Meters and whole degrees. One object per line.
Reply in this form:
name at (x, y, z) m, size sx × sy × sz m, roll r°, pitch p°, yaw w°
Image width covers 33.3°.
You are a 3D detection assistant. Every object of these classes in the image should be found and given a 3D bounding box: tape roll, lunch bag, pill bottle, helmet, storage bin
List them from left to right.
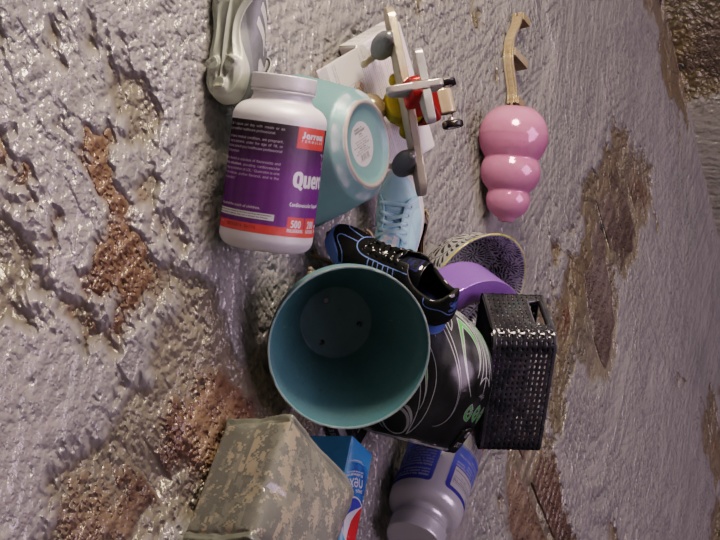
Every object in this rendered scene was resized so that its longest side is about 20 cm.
pill bottle at (-0.100, -0.125, 1.398) m, size 0.112 × 0.111 × 0.202 m, roll -4°, pitch 103°, yaw -61°
lunch bag at (-0.092, 0.288, 1.391) m, size 0.200 × 0.117 × 0.165 m, roll 53°, pitch 41°, yaw -38°
helmet at (0.082, 0.134, 1.626) m, size 0.200 × 0.198 × 0.193 m, roll 21°, pitch 83°, yaw -59°
pill bottle at (0.106, 0.315, 1.759) m, size 0.113 × 0.111 × 0.201 m, roll 64°, pitch 36°, yaw -34°
tape roll at (0.146, 0.090, 1.801) m, size 0.199 × 0.066 × 0.202 m, roll -20°, pitch 126°, yaw -29°
storage bin at (0.214, 0.145, 1.728) m, size 0.136 × 0.093 × 0.202 m, roll -96°, pitch -170°, yaw -62°

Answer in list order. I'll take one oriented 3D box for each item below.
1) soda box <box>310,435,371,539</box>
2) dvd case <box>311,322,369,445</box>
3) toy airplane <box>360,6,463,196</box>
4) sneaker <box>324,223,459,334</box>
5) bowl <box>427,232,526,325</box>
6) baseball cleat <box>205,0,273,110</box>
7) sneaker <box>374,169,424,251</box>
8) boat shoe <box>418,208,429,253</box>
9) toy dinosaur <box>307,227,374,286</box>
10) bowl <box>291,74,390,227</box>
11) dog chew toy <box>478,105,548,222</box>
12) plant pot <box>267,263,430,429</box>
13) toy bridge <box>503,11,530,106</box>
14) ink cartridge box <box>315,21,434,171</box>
soda box at (-0.044, 0.314, 1.526) m, size 0.064 × 0.067 × 0.202 m, roll 48°, pitch 46°, yaw -48°
dvd case at (-0.007, 0.144, 1.665) m, size 0.200 × 0.025 × 0.151 m, roll -58°, pitch 134°, yaw -49°
toy airplane at (0.057, -0.229, 1.644) m, size 0.201 × 0.140 × 0.200 m, roll -87°, pitch 162°, yaw -46°
sneaker at (0.044, -0.006, 1.547) m, size 0.070 × 0.199 × 0.078 m, roll -44°, pitch 167°, yaw -41°
bowl at (0.153, 0.014, 1.871) m, size 0.199 × 0.094 × 0.202 m, roll -20°, pitch 128°, yaw -27°
baseball cleat at (-0.138, -0.288, 1.449) m, size 0.106 × 0.069 × 0.202 m, roll 33°, pitch 67°, yaw -63°
sneaker at (0.051, -0.044, 1.707) m, size 0.082 × 0.073 × 0.202 m, roll -37°, pitch 128°, yaw -79°
boat shoe at (0.073, -0.066, 1.804) m, size 0.072 × 0.059 × 0.202 m, roll 36°, pitch 55°, yaw -54°
toy dinosaur at (0.000, 0.000, 1.623) m, size 0.198 × 0.058 × 0.102 m, roll 4°, pitch 59°, yaw -32°
bowl at (-0.032, -0.159, 1.565) m, size 0.200 × 0.104 × 0.203 m, roll 7°, pitch 82°, yaw -59°
dog chew toy at (0.265, -0.187, 2.123) m, size 0.124 × 0.123 × 0.202 m, roll 7°, pitch 88°, yaw -61°
plant pot at (-0.023, 0.080, 1.506) m, size 0.135 × 0.198 × 0.202 m, roll -129°, pitch -154°, yaw -75°
toy bridge at (0.295, -0.403, 2.295) m, size 0.067 × 0.027 × 0.202 m, roll 32°, pitch 58°, yaw -53°
ink cartridge box at (0.014, -0.232, 1.733) m, size 0.176 × 0.044 × 0.202 m, roll -36°, pitch 119°, yaw -33°
